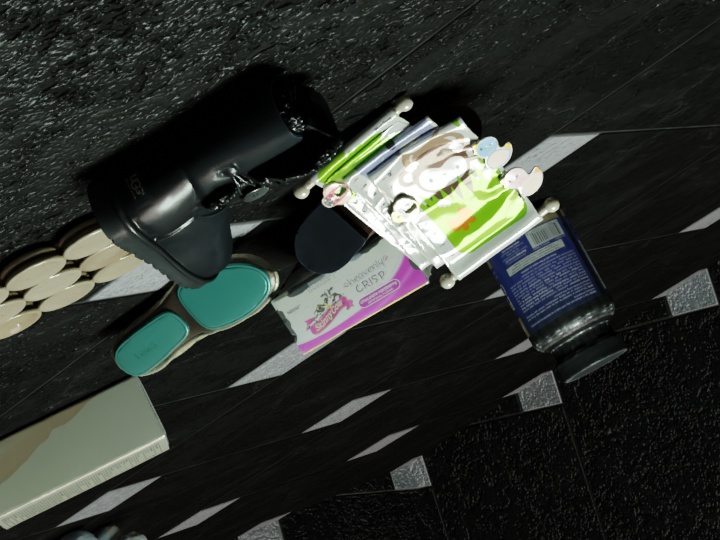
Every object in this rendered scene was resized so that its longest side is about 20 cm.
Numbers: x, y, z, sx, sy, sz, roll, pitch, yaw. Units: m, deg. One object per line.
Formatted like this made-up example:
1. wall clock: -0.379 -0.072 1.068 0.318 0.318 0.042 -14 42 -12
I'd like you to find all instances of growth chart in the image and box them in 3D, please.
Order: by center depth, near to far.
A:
1. growth chart: 0.061 -0.066 1.470 0.200 0.018 0.145 33 113 -32

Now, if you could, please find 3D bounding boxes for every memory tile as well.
1. memory tile: -0.265 0.018 1.371 0.200 0.017 0.153 -29 169 0

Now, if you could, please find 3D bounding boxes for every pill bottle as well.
1. pill bottle: 0.233 0.027 2.096 0.112 0.200 0.112 -27 169 -6

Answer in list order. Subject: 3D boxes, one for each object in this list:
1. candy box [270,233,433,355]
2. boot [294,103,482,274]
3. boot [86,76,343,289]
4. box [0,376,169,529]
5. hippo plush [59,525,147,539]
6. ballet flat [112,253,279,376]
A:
1. candy box: 0.000 0.000 1.650 0.136 0.061 0.200 -30 -173 11
2. boot: 0.025 -0.084 1.532 0.200 0.075 0.097 -38 -171 17
3. boot: -0.086 -0.062 1.280 0.168 0.077 0.200 -26 163 11
4. box: -0.310 0.195 1.884 0.200 0.078 0.095 -26 168 -11
5. hippo plush: -0.435 0.459 2.699 0.200 0.159 0.161 -44 135 8
6. ballet flat: -0.151 0.030 1.618 0.200 0.068 0.062 -30 -163 27
